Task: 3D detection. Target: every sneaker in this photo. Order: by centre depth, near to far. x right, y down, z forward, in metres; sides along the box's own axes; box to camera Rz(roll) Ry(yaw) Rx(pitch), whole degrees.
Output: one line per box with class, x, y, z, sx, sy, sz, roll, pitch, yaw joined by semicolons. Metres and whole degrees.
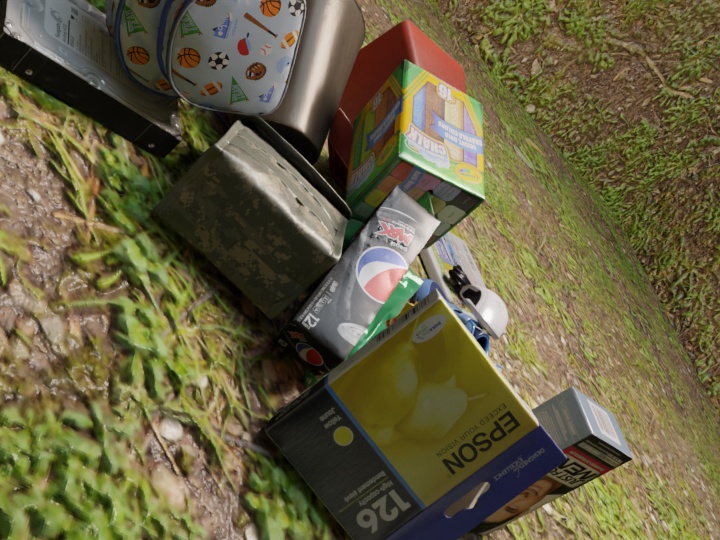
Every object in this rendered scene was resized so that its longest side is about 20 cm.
sneaker;0.135;0.087;1.087;0.074;0.082;0.201;23;37;-47

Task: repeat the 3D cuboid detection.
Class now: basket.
basket;-0.081;-0.240;0.978;0.181;0.135;0.202;63;38;-63

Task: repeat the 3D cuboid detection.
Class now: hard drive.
hard drive;-0.271;-0.214;0.787;0.199;0.038;0.141;30;33;-42

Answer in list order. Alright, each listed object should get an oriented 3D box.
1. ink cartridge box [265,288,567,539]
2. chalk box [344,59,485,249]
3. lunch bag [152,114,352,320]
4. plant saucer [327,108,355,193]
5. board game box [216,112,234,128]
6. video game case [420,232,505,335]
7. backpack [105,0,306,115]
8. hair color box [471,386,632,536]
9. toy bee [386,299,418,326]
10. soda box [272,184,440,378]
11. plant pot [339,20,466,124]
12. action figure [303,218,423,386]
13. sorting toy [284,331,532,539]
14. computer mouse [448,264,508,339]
ink cartridge box;0.052;0.155;0.693;0.200;0.197;0.047;51;7;-4
chalk box;0.062;-0.117;0.918;0.123;0.124;0.201;24;51;-23
lunch bag;-0.099;-0.071;0.823;0.164;0.117;0.200;44;19;-14
plant saucer;0.012;-0.104;1.081;0.201;0.037;0.200;57;-5;6
board game box;-0.135;-0.232;1.058;0.159;0.039;0.200;60;24;12
video game case;0.159;0.007;1.315;0.181;0.022;0.201;25;38;-49
backpack;-0.152;-0.249;0.776;0.189;0.201;0.155;2;38;-23
hair color box;0.181;0.213;0.854;0.099;0.199;0.061;32;32;-39
toy bee;0.081;0.103;0.924;0.131;0.108;0.201;53;19;-54
soda box;-0.001;0.009;0.789;0.063;0.071;0.200;39;59;-5
plant pot;0.069;-0.254;1.301;0.199;0.199;0.178;19;51;-53
action figure;-0.013;0.046;0.843;0.118;0.055;0.201;36;48;-7
sorting toy;0.064;0.146;0.751;0.201;0.179;0.107;52;23;-5
computer mouse;0.184;0.049;1.158;0.110;0.044;0.200;51;5;-10
